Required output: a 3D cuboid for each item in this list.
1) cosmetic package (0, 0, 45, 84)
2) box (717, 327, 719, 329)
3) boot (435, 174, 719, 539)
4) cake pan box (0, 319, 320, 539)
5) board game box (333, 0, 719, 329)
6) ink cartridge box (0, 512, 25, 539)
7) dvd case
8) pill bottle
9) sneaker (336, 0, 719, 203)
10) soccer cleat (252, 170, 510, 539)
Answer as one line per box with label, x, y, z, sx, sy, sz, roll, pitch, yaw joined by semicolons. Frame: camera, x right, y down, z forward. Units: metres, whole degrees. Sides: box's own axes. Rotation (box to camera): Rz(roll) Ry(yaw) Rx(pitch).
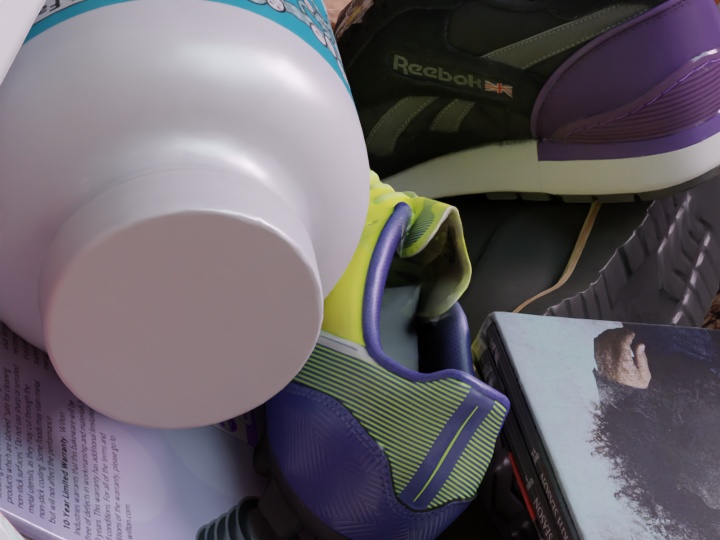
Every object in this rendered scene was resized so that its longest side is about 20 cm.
cosmetic package;-0.152;-0.036;0.654;0.108;0.085;0.200;45;33;-18
box;0.188;-0.009;1.119;0.097;0.124;0.200;30;37;-25
boot;0.021;0.028;0.920;0.200;0.138;0.078;-48;130;-47
cake pan box;-0.083;0.033;0.813;0.184;0.052;0.200;30;27;-29
board game box;0.105;-0.078;1.026;0.159;0.200;0.097;36;35;-17
ink cartridge box;-0.103;0.117;0.633;0.050;0.162;0.200;19;42;-30
dvd case;0.121;0.091;0.764;0.146;0.022;0.200;5;43;-24
pill bottle;-0.059;-0.047;0.789;0.111;0.111;0.200;27;28;-29
sneaker;0.023;-0.071;0.928;0.076;0.200;0.088;-55;133;-51
soccer cleat;0.001;0.001;0.828;0.065;0.084;0.200;28;26;-29
